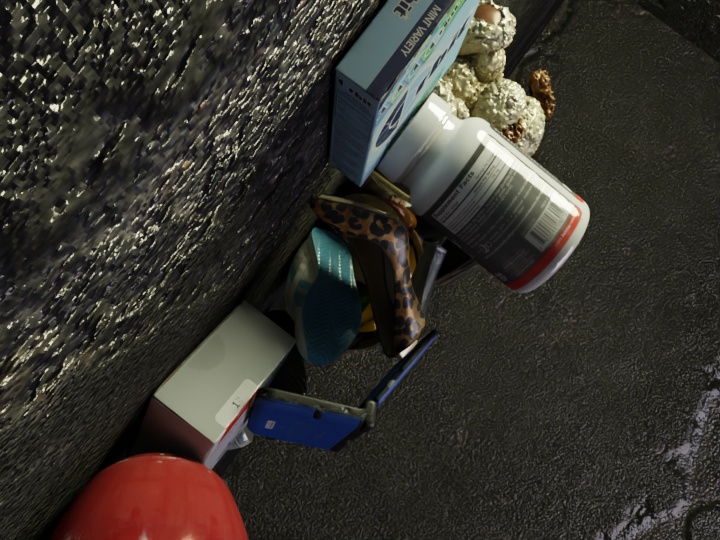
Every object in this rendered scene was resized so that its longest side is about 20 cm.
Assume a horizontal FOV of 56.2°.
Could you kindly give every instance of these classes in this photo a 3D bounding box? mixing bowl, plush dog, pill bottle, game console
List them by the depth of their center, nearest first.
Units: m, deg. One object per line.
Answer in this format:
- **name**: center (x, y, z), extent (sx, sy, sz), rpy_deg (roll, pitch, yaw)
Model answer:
- **mixing bowl**: center (-0.189, 0.239, 0.618), extent (0.201, 0.197, 0.110), rpy_deg (123, -29, -43)
- **pill bottle**: center (0.122, -0.080, 0.686), extent (0.116, 0.199, 0.116), rpy_deg (-52, -176, 5)
- **game console**: center (-0.027, 0.125, 0.745), extent (0.200, 0.168, 0.120), rpy_deg (119, -16, -65)
- **plush dog**: center (0.151, -0.200, 0.849), extent (0.201, 0.171, 0.161), rpy_deg (-54, 177, -15)

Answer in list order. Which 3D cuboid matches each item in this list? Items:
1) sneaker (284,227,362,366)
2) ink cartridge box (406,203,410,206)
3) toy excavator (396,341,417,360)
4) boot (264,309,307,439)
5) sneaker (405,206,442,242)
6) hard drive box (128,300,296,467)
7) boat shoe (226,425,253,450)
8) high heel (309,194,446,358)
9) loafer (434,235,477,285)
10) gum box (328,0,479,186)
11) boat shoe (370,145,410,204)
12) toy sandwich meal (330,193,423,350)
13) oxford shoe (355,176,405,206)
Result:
- **sneaker**: center (-0.050, 0.041, 0.797), extent (0.081, 0.076, 0.202), rpy_deg (-52, -156, 32)
- **ink cartridge box**: center (0.133, -0.162, 1.216), extent (0.146, 0.146, 0.200), rpy_deg (-54, 177, 9)
- **toy excavator**: center (-0.010, 0.068, 1.047), extent (0.100, 0.199, 0.195), rpy_deg (-53, 177, -14)
- **boot**: center (-0.120, 0.173, 0.941), extent (0.200, 0.072, 0.164), rpy_deg (-98, -164, -48)
- **sneaker**: center (0.044, -0.021, 0.944), extent (0.073, 0.197, 0.114), rpy_deg (31, 63, -47)
- **hard drive box**: center (-0.168, 0.154, 0.735), extent (0.156, 0.076, 0.201), rpy_deg (-52, 175, -46)
- **boat shoe**: center (-0.192, 0.197, 0.948), extent (0.070, 0.071, 0.201), rpy_deg (-19, -169, -5)
- **high heel**: center (0.006, 0.010, 0.750), extent (0.071, 0.198, 0.145), rpy_deg (14, -99, 56)
- **loafer**: center (0.138, -0.038, 0.833), extent (0.063, 0.072, 0.200), rpy_deg (-31, 167, -48)
- **gum box**: center (0.039, -0.178, 0.580), extent (0.171, 0.044, 0.200), rpy_deg (-54, 178, -10)
- **boat shoe**: center (0.090, -0.095, 0.787), extent (0.074, 0.199, 0.063), rpy_deg (-63, 156, 11)
- **toy sandwich meal**: center (0.000, 0.000, 0.871), extent (0.206, 0.205, 0.070), rpy_deg (-54, 137, 5)
- **oxford shoe**: center (0.039, -0.115, 0.958), extent (0.071, 0.074, 0.200), rpy_deg (-53, 177, -7)
